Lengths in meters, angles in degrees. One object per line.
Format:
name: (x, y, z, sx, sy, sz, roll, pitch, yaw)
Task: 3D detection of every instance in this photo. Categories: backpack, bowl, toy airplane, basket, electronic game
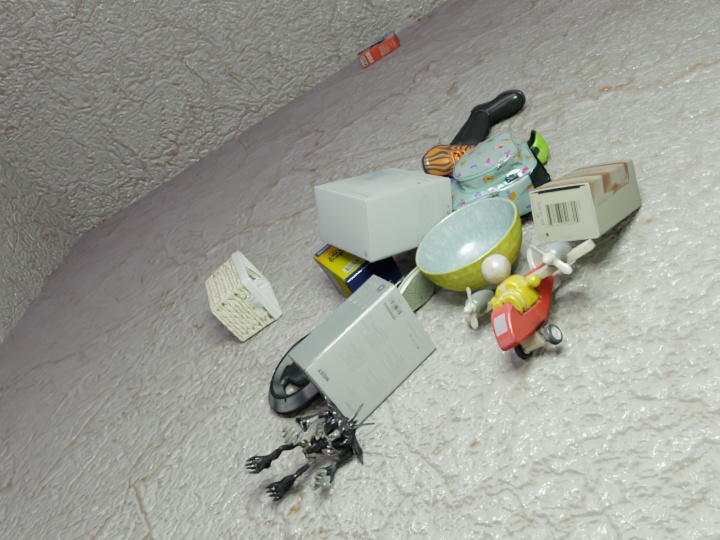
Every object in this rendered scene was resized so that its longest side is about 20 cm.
backpack: (0.260, -0.165, 1.178, 0.200, 0.153, 0.176, -36, 22, 22)
bowl: (0.208, -0.026, 1.062, 0.199, 0.108, 0.201, -29, 27, 16)
toy airplane: (0.248, 0.020, 0.916, 0.200, 0.141, 0.199, -50, 8, 2)
basket: (-0.291, 0.063, 1.461, 0.123, 0.136, 0.200, -40, 28, 0)
electronic game: (-0.102, 0.190, 1.151, 0.199, 0.042, 0.201, -35, 26, 19)

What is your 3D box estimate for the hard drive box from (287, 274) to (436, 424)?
hard drive box: (0.006, 0.134, 0.996, 0.200, 0.156, 0.077, -42, 28, -13)

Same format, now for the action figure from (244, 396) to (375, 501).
action figure: (-0.074, 0.278, 0.913, 0.199, 0.119, 0.102, -36, -6, 13)

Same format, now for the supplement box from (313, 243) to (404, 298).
supplement box: (0.000, 0.000, 1.255, 0.109, 0.109, 0.200, -40, 28, -9)

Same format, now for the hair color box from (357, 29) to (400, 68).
hair color box: (0.084, -1.038, 2.795, 0.199, 0.064, 0.111, -28, 30, 18)

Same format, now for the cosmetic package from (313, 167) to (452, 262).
cosmetic package: (0.043, -0.118, 1.177, 0.199, 0.124, 0.199, -19, 24, -28)

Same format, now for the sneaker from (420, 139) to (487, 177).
sneaker: (0.238, -0.260, 1.338, 0.199, 0.078, 0.112, -16, 5, -27)

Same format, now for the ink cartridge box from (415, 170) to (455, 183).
ink cartridge box: (0.175, -0.192, 1.366, 0.099, 0.040, 0.200, -2, 20, -7)

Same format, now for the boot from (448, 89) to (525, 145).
boot: (0.317, -0.363, 1.503, 0.164, 0.066, 0.200, -17, 29, 47)

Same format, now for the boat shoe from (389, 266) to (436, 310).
boat shoe: (0.074, 0.054, 1.133, 0.200, 0.075, 0.062, -48, 36, -12)

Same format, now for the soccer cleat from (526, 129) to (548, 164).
soccer cleat: (0.309, -0.226, 1.286, 0.199, 0.081, 0.068, -34, 28, 9)

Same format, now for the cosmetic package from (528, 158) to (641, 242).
cosmetic package: (0.368, -0.115, 0.967, 0.103, 0.088, 0.199, -5, 14, 42)
